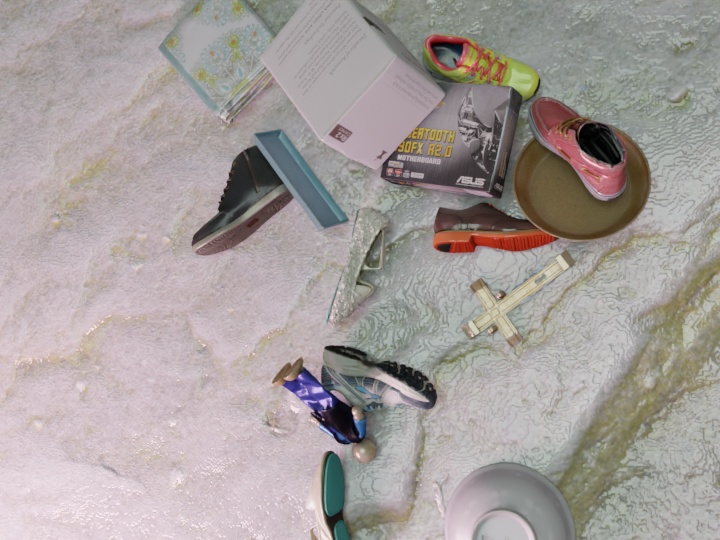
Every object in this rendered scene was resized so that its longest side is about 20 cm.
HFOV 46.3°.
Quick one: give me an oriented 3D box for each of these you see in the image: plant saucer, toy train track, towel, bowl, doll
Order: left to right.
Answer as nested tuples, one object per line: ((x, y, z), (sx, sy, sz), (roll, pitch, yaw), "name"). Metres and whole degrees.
((-0.232, -0.373, 1.437), (0.171, 0.048, 0.200), (-43, 76, 6), "towel")
((-0.099, -0.147, 1.373), (0.201, 0.070, 0.019), (54, 127, 12), "plant saucer")
((-0.047, 0.223, 1.306), (0.200, 0.136, 0.049), (46, 55, -12), "doll")
((0.213, 0.389, 1.227), (0.197, 0.090, 0.205), (-1, 85, 15), "bowl")
((0.238, 0.038, 1.276), (0.199, 0.032, 0.115), (-37, 77, 9), "toy train track")
((0.324, -0.127, 1.240), (0.196, 0.036, 0.204), (-4, 65, 9), "plant saucer")

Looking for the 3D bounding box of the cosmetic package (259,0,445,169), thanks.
((-0.012, -0.294, 1.273), (0.165, 0.164, 0.201), (-45, 62, 17), "cosmetic package")

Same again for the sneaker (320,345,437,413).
((0.026, 0.185, 1.314), (0.197, 0.077, 0.088), (19, 103, 23), "sneaker")

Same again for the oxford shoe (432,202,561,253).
((0.208, -0.072, 1.277), (0.196, 0.071, 0.074), (-1, 72, 9), "oxford shoe")

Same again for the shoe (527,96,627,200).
((0.311, -0.196, 1.203), (0.071, 0.091, 0.201), (-31, 63, -4), "shoe")

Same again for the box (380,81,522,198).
((0.136, -0.203, 1.287), (0.198, 0.048, 0.161), (13, 90, 34), "box")

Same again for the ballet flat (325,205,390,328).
((0.000, 0.000, 1.328), (0.071, 0.072, 0.203), (17, 92, 16), "ballet flat")

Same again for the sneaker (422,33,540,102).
((0.179, -0.311, 1.291), (0.197, 0.090, 0.079), (20, 89, 15), "sneaker")

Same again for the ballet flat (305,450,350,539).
((-0.055, 0.387, 1.320), (0.068, 0.069, 0.204), (-10, 83, 15), "ballet flat")

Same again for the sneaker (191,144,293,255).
((-0.211, -0.115, 1.402), (0.199, 0.075, 0.107), (-35, 73, 1), "sneaker")
